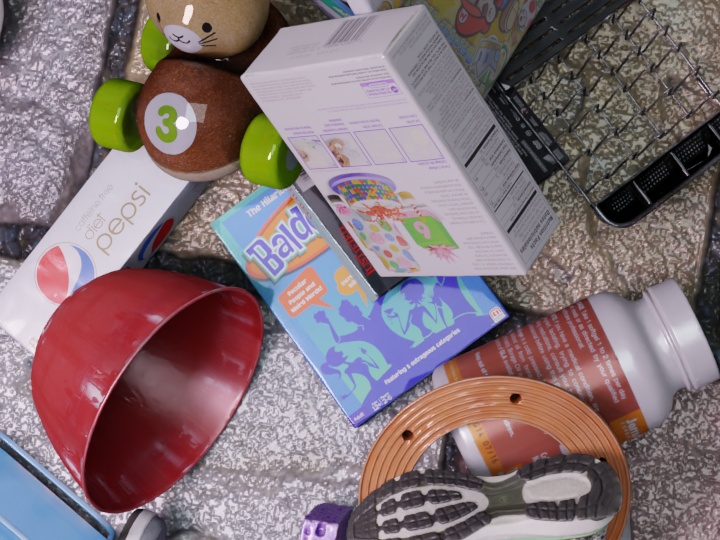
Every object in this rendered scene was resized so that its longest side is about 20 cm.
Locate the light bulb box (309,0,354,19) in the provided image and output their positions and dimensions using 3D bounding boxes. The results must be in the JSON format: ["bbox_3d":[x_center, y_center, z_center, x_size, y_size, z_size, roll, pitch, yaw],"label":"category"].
[{"bbox_3d":[0.027,-0.287,1.322,0.125,0.198,0.200,27,88,33],"label":"light bulb box"}]

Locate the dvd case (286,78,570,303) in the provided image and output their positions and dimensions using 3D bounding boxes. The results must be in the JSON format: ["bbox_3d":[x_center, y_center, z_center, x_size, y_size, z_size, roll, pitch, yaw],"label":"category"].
[{"bbox_3d":[0.045,-0.087,1.382,0.200,0.022,0.146,-36,84,-20],"label":"dvd case"}]

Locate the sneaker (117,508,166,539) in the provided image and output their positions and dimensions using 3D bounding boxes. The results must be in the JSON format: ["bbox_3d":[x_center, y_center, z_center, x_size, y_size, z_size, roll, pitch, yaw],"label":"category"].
[{"bbox_3d":[-0.141,0.293,1.392,0.121,0.084,0.200,9,97,12],"label":"sneaker"}]

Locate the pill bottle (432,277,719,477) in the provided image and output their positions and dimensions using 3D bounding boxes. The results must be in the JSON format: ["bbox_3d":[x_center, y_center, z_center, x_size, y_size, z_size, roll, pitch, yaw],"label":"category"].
[{"bbox_3d":[0.164,0.085,1.353,0.200,0.112,0.112,-25,85,5],"label":"pill bottle"}]

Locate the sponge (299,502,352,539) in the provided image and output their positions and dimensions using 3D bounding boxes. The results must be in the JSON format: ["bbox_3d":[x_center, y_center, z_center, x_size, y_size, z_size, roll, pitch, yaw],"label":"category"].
[{"bbox_3d":[-0.043,0.283,1.369,0.030,0.112,0.200,10,89,5],"label":"sponge"}]

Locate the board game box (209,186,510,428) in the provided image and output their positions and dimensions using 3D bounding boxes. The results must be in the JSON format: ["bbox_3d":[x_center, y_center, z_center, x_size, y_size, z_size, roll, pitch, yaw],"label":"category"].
[{"bbox_3d":[0.000,0.000,1.408,0.152,0.045,0.200,-37,84,3],"label":"board game box"}]

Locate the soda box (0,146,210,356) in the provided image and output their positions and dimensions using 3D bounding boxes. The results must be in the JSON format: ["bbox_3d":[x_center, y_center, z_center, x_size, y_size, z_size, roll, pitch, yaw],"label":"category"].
[{"bbox_3d":[-0.207,-0.022,1.423,0.068,0.064,0.200,39,92,8],"label":"soda box"}]

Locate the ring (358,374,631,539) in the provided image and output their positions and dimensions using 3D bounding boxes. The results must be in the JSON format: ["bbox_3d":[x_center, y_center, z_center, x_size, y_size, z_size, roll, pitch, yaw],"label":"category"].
[{"bbox_3d":[0.098,0.164,1.309,0.200,0.019,0.201,0,112,0],"label":"ring"}]

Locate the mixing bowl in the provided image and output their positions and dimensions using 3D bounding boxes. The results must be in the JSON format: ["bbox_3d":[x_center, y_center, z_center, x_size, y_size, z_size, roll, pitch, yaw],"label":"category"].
[{"bbox_3d":[-0.179,0.074,1.364,0.108,0.200,0.200,31,92,23],"label":"mixing bowl"}]

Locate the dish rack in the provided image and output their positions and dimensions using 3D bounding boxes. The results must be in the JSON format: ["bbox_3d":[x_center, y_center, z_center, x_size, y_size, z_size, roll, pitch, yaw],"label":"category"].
[{"bbox_3d":[0.192,-0.145,1.377,0.153,0.055,0.200,-37,84,-7],"label":"dish rack"}]

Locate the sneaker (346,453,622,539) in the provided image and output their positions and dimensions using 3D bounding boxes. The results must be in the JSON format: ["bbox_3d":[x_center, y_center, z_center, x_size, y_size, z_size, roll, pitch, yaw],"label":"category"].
[{"bbox_3d":[0.091,0.194,1.279,0.200,0.077,0.089,-6,130,8],"label":"sneaker"}]

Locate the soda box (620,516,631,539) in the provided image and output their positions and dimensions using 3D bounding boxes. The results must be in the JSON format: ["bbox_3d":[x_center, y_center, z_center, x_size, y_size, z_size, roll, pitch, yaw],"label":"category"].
[{"bbox_3d":[0.108,0.207,1.377,0.200,0.063,0.068,-3,94,6],"label":"soda box"}]

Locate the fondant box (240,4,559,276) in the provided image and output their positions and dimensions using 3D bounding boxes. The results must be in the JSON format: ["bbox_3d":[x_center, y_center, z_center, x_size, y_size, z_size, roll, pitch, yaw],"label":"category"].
[{"bbox_3d":[0.029,-0.084,1.244,0.058,0.144,0.200,-53,124,-31],"label":"fondant box"}]

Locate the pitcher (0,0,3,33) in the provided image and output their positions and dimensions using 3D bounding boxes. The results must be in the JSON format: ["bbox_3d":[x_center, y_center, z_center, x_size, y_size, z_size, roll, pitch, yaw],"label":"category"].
[{"bbox_3d":[-0.385,-0.239,1.433,0.200,0.121,0.172,13,74,18],"label":"pitcher"}]

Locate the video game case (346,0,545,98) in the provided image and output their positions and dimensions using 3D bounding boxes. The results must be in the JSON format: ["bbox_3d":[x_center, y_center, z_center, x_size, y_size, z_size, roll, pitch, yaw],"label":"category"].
[{"bbox_3d":[0.073,-0.212,1.288,0.023,0.200,0.182,22,71,32],"label":"video game case"}]

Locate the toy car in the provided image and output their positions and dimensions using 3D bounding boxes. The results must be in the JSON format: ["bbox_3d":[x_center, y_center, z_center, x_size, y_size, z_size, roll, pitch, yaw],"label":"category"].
[{"bbox_3d":[-0.118,-0.179,1.297,0.164,0.200,0.158,15,57,23],"label":"toy car"}]

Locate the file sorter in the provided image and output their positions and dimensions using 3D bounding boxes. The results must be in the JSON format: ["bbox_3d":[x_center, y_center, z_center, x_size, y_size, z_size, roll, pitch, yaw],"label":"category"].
[{"bbox_3d":[-0.300,0.235,1.350,0.139,0.123,0.200,40,70,1],"label":"file sorter"}]
